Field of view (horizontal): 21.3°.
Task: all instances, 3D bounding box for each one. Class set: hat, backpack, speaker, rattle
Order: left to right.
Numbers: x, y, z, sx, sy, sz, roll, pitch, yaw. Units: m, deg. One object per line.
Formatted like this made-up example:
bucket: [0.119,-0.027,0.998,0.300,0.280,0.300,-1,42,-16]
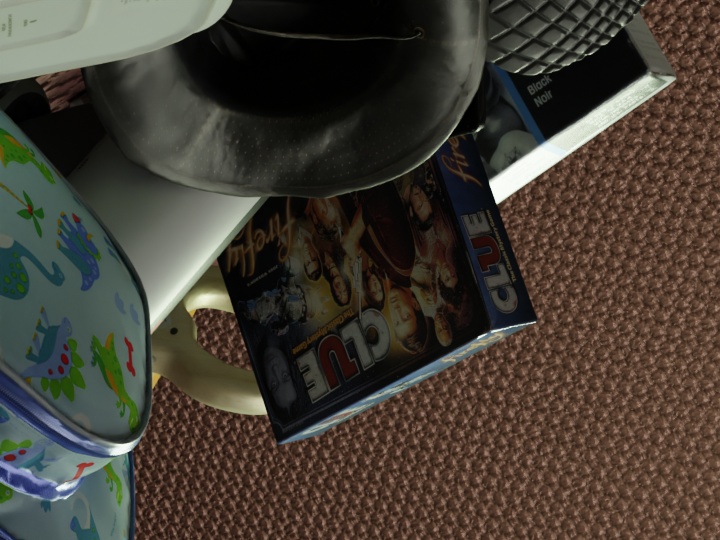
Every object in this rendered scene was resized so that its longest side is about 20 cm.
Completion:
backpack: [-0.163,0.041,0.737,0.146,0.200,0.184,-26,-144,16]
speaker: [-0.106,-0.023,0.906,0.200,0.081,0.081,-51,-175,-20]
rattle: [-0.096,0.019,1.221,0.199,0.131,0.143,4,147,-34]
hat: [-0.036,-0.128,0.841,0.200,0.200,0.081,-34,-142,20]

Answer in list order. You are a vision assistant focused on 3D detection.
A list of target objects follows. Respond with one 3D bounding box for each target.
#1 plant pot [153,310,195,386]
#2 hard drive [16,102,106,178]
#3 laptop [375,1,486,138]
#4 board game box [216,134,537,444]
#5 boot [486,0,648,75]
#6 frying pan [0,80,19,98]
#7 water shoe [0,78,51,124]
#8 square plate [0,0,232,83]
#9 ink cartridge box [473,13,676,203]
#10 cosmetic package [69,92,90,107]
plant pot: [-0.223,0.051,1.419,0.183,0.200,0.200,-49,-175,-23]
hard drive: [-0.185,-0.001,0.931,0.200,0.042,0.136,-29,145,-50]
laptop: [0.055,-0.157,0.964,0.115,0.202,0.187,1,176,-27]
board game box: [0.000,0.000,1.034,0.034,0.136,0.200,-9,165,-40]
boot: [0.117,-0.199,0.979,0.200,0.070,0.132,-48,-148,9]
frying pan: [-0.217,-0.055,0.862,0.115,0.031,0.190,-32,-179,-35]
water shoe: [-0.227,-0.024,0.983,0.071,0.079,0.201,-16,138,-58]
square plate: [-0.119,-0.093,0.633,0.197,0.029,0.200,-13,175,-14]
ink cartridge box: [0.045,-0.134,1.068,0.198,0.201,0.043,-35,158,22]
cosmetic package: [-0.110,-0.071,1.201,0.090,0.107,0.200,-31,180,-3]
